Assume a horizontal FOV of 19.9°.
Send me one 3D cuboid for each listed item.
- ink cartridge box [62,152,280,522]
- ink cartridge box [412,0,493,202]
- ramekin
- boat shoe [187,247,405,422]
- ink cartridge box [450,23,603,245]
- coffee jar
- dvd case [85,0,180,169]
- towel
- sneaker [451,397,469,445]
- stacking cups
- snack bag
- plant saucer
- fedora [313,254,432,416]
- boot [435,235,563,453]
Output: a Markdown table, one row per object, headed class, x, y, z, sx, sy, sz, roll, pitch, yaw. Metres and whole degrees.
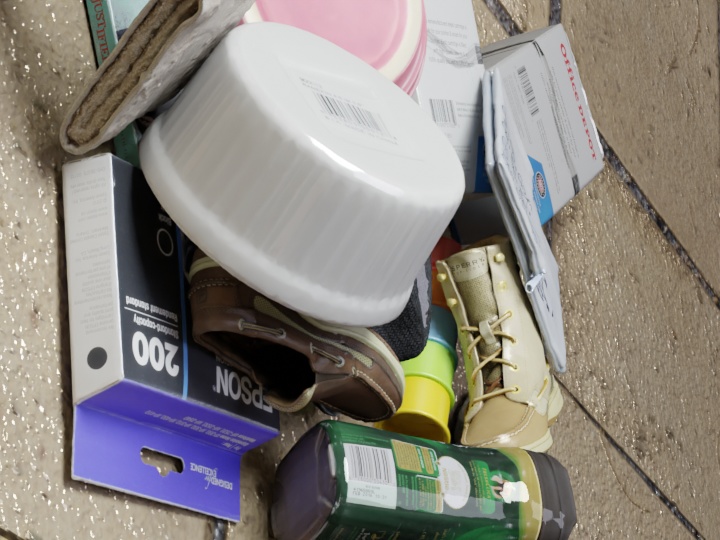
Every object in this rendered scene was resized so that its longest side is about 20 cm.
| class | x | y | z | sx | sy | sz | roll | pitch | yaw |
| --- | --- | --- | --- | --- | --- | --- | --- | --- | --- |
| ink cartridge box | -0.116 | 0.048 | 1.308 | 0.198 | 0.043 | 0.202 | 26 | 57 | -59 |
| ink cartridge box | 0.039 | -0.153 | 1.652 | 0.145 | 0.083 | 0.202 | -4 | 83 | -63 |
| ramekin | -0.030 | -0.066 | 1.289 | 0.200 | 0.098 | 0.201 | 29 | 25 | -15 |
| boat shoe | -0.044 | 0.060 | 1.326 | 0.202 | 0.074 | 0.075 | 37 | 46 | -39 |
| ink cartridge box | 0.135 | -0.124 | 1.827 | 0.200 | 0.084 | 0.146 | -37 | 112 | -60 |
| coffee jar | 0.046 | 0.163 | 1.415 | 0.199 | 0.104 | 0.086 | 11 | 53 | -27 |
| dvd case | -0.116 | -0.131 | 1.410 | 0.200 | 0.022 | 0.147 | -6 | 84 | -64 |
| towel | -0.097 | -0.157 | 1.241 | 0.034 | 0.200 | 0.133 | 43 | 30 | 3 |
| sneaker | 0.119 | 0.151 | 1.673 | 0.200 | 0.086 | 0.078 | -48 | 122 | -58 |
| stacking cups | 0.051 | 0.058 | 1.627 | 0.061 | 0.060 | 0.201 | 57 | 28 | -35 |
| snack bag | 0.134 | -0.039 | 1.630 | 0.189 | 0.021 | 0.201 | -86 | 158 | -63 |
| plant saucer | -0.032 | -0.185 | 1.419 | 0.199 | 0.051 | 0.202 | 9 | 72 | -29 |
| fedora | 0.000 | 0.000 | 1.456 | 0.201 | 0.091 | 0.202 | -8 | 90 | -77 |
| boot | 0.099 | 0.061 | 1.560 | 0.200 | 0.072 | 0.157 | -43 | 118 | -68 |
